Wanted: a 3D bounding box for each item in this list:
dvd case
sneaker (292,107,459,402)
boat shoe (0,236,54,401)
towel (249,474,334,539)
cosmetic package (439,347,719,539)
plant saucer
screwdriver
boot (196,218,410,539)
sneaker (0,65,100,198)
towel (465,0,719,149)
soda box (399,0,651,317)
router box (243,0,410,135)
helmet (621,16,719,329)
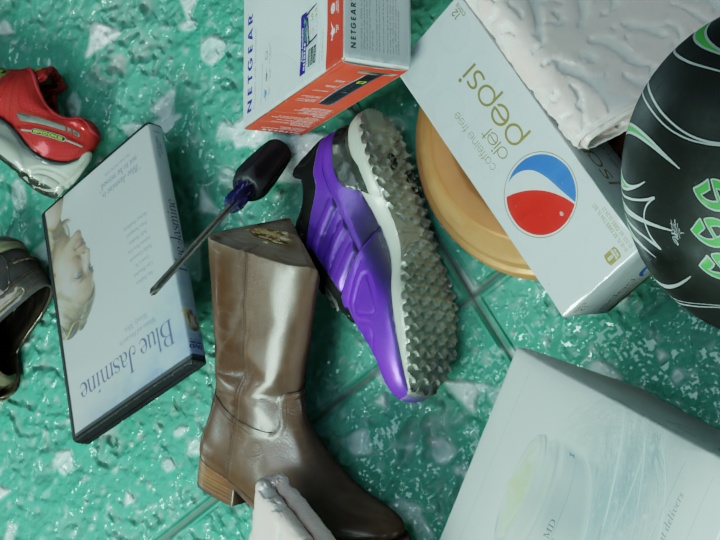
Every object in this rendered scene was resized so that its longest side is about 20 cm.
[{"bbox_3d":[-0.181,0.009,1.011,0.142,0.017,0.202,-33,58,33],"label":"dvd case"},{"bbox_3d":[0.000,0.000,0.933,0.099,0.069,0.202,-22,71,31],"label":"sneaker"},{"bbox_3d":[-0.310,0.072,1.074,0.073,0.074,0.201,33,100,27],"label":"boat shoe"},{"bbox_3d":[-0.021,0.259,0.840,0.191,0.032,0.202,42,133,46],"label":"towel"},{"bbox_3d":[0.145,0.177,0.756,0.200,0.122,0.201,28,97,59],"label":"cosmetic package"},{"bbox_3d":[0.123,-0.095,0.894,0.198,0.037,0.203,-3,82,27],"label":"plant saucer"},{"bbox_3d":[-0.098,-0.035,0.928,0.028,0.200,0.029,45,133,-8],"label":"screwdriver"},{"bbox_3d":[-0.037,0.074,0.912,0.185,0.064,0.203,15,105,30],"label":"boot"},{"bbox_3d":[-0.281,-0.136,1.100,0.199,0.077,0.085,39,81,25],"label":"sneaker"},{"bbox_3d":[0.151,-0.189,0.839,0.190,0.032,0.201,-27,68,-19],"label":"towel"},{"bbox_3d":[0.108,-0.071,0.837,0.068,0.063,0.201,-45,65,30],"label":"soda box"},{"bbox_3d":[-0.027,-0.210,0.923,0.179,0.048,0.203,160,111,-63],"label":"router box"},{"bbox_3d":[0.235,-0.054,0.725,0.190,0.198,0.202,24,95,60],"label":"helmet"}]
